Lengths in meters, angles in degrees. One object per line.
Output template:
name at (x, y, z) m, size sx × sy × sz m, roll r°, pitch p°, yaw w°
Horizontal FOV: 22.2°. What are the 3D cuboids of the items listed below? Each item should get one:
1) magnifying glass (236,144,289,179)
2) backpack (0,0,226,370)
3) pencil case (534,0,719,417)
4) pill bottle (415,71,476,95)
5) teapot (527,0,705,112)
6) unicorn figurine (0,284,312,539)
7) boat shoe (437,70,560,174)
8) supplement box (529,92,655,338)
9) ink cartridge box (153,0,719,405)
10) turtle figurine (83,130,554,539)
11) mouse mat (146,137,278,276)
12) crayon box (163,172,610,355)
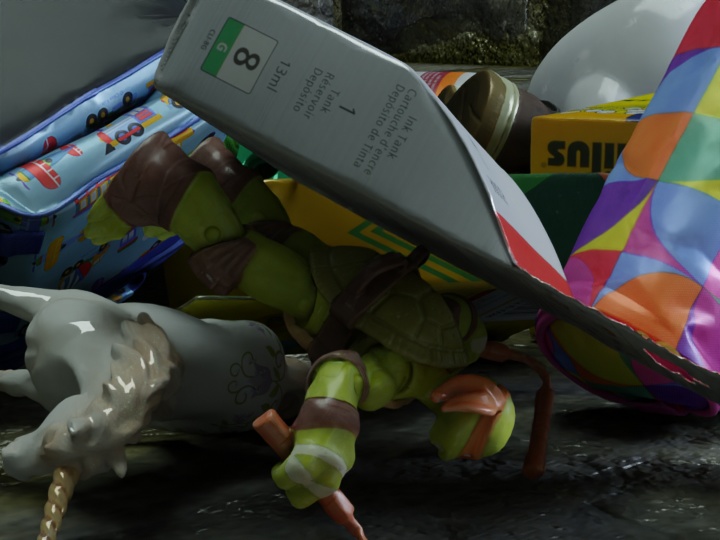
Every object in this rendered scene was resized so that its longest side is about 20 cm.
magnifying glass at (-0.043, -0.050, 0.960) m, size 0.199 × 0.080 × 0.022 m, roll 11°, pitch -30°, yaw 21°
backpack at (-0.154, -0.034, 0.820) m, size 0.134 × 0.200 × 0.182 m, roll 42°, pitch 48°, yaw 14°
pencil case at (0.148, -0.034, 0.748) m, size 0.088 × 0.088 × 0.201 m, roll 9°, pitch 58°, yaw 46°
pill bottle at (-0.009, -0.082, 1.254) m, size 0.199 × 0.110 × 0.109 m, roll 3°, pitch 10°, yaw 21°
teapot at (0.208, -0.078, 1.144) m, size 0.199 × 0.147 × 0.198 m, roll -20°, pitch -23°, yaw -4°
unicorn figurine at (-0.086, 0.037, 0.640) m, size 0.137 × 0.074 × 0.199 m, roll 6°, pitch 12°, yaw 38°
boat shoe at (0.067, -0.063, 1.012) m, size 0.064 × 0.074 × 0.200 m, roll 24°, pitch -2°, yaw -7°
supplement box at (0.173, -0.031, 0.935) m, size 0.108 × 0.110 × 0.200 m, roll 4°, pitch 11°, yaw 28°
ink cartridge box at (0.045, -0.021, 0.616) m, size 0.199 × 0.050 × 0.161 m, roll 26°, pitch -1°, yaw 16°
turtle figurine at (-0.010, 0.016, 0.596) m, size 0.161 × 0.065 × 0.200 m, roll 36°, pitch 26°, yaw 12°
mouse mat at (-0.130, -0.075, 1.033) m, size 0.161 × 0.008 × 0.200 m, roll -35°, pitch 48°, yaw -6°
crayon box at (0.000, 0.000, 0.788) m, size 0.199 × 0.051 × 0.127 m, roll -3°, pitch -13°, yaw -26°
